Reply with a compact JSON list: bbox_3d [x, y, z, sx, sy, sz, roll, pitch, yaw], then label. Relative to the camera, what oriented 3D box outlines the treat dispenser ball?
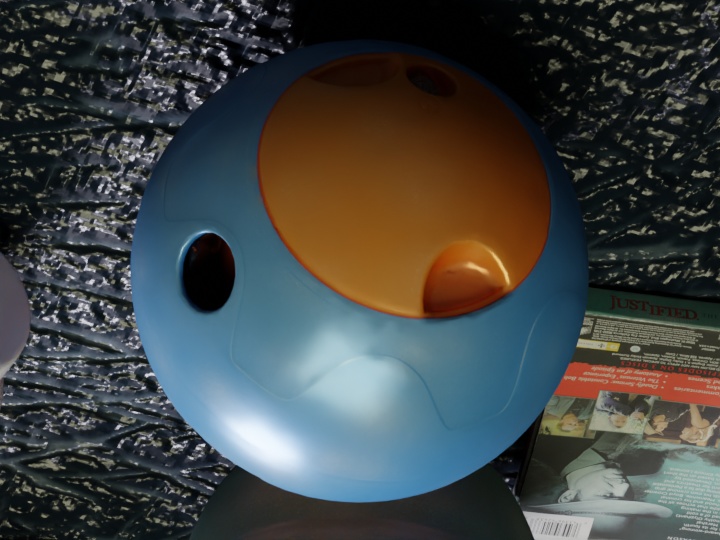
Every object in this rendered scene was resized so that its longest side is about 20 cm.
[{"bbox_3d":[0.000,0.000,1.217,0.200,0.202,0.201,2,140,2],"label":"treat dispenser ball"}]

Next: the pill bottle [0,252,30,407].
[{"bbox_3d":[-0.246,0.064,1.376,0.119,0.120,0.200,24,136,-22],"label":"pill bottle"}]

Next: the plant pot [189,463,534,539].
[{"bbox_3d":[0.003,0.146,1.440,0.199,0.135,0.201,2,139,2],"label":"plant pot"}]

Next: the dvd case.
[{"bbox_3d":[0.160,0.085,1.444,0.145,0.022,0.200,6,139,-3],"label":"dvd case"}]
